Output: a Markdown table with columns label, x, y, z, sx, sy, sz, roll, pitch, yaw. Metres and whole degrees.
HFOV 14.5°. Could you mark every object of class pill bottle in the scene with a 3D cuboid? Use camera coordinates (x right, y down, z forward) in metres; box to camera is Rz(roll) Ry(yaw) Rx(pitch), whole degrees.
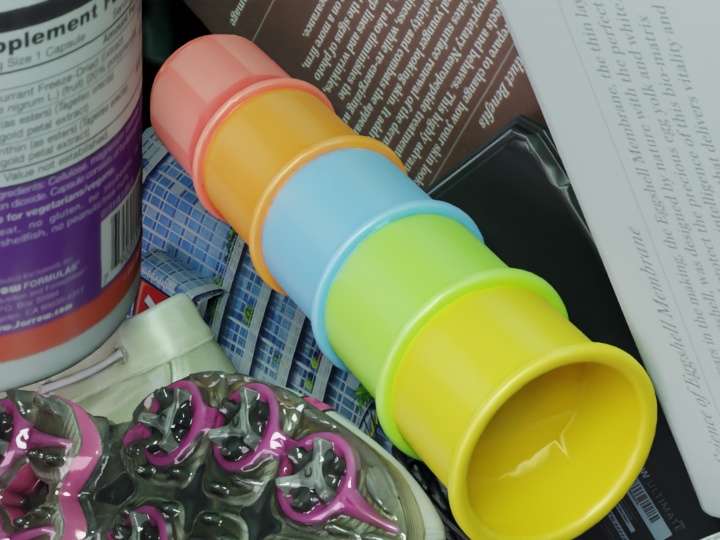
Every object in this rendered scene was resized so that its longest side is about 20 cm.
| label | x | y | z | sx | sy | sz | roll | pitch | yaw |
| --- | --- | --- | --- | --- | --- | --- | --- | --- | --- |
| pill bottle | -0.117 | -0.073 | 0.797 | 0.111 | 0.111 | 0.201 | 31 | 136 | 31 |

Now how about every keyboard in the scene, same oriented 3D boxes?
| label | x | y | z | sx | sy | sz | roll | pitch | yaw |
| --- | --- | --- | --- | --- | --- | --- | --- | --- | --- |
| keyboard | 0.064 | 0.066 | 0.794 | 0.127 | 0.021 | 0.201 | -36 | 82 | 43 |

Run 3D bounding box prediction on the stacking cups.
| label | x | y | z | sx | sy | sz | roll | pitch | yaw |
| --- | --- | --- | --- | --- | --- | --- | --- | --- | --- |
| stacking cups | 0.000 | 0.000 | 0.762 | 0.200 | 0.060 | 0.061 | 43 | 137 | 48 |

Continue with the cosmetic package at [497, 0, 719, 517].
| label | x | y | z | sx | sy | sz | roll | pitch | yaw |
| --- | --- | --- | --- | --- | --- | --- | --- | --- | --- |
| cosmetic package | 0.157 | -0.031 | 0.636 | 0.199 | 0.123 | 0.200 | 12 | 140 | 40 |

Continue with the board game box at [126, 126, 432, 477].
| label | x | y | z | sx | sy | sz | roll | pitch | yaw |
| --- | --- | --- | --- | --- | --- | --- | --- | --- | --- |
| board game box | -0.055 | 0.058 | 0.980 | 0.199 | 0.062 | 0.201 | 31 | 128 | 31 |

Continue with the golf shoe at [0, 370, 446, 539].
| label | x | y | z | sx | sy | sz | roll | pitch | yaw |
| --- | --- | --- | --- | --- | --- | --- | --- | --- | --- |
| golf shoe | -0.034 | 0.071 | 0.777 | 0.199 | 0.092 | 0.073 | 2 | 74 | 53 |

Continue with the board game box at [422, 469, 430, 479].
| label | x | y | z | sx | sy | sz | roll | pitch | yaw |
| --- | --- | --- | --- | --- | --- | --- | --- | --- | --- |
| board game box | -0.024 | 0.191 | 0.884 | 0.200 | 0.056 | 0.197 | -38 | 63 | 46 |

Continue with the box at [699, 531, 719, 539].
| label | x | y | z | sx | sy | sz | roll | pitch | yaw |
| --- | --- | --- | --- | --- | --- | --- | --- | --- | --- |
| box | 0.075 | 0.183 | 0.717 | 0.112 | 0.101 | 0.201 | -32 | 77 | 48 |

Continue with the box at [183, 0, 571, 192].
| label | x | y | z | sx | sy | sz | roll | pitch | yaw |
| --- | --- | --- | --- | --- | --- | --- | --- | --- | --- |
| box | 0.022 | -0.082 | 0.830 | 0.200 | 0.075 | 0.100 | 50 | 136 | 18 |

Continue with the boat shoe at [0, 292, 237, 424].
| label | x | y | z | sx | sy | sz | roll | pitch | yaw |
| --- | --- | --- | --- | --- | --- | --- | --- | --- | --- |
| boat shoe | -0.109 | 0.057 | 0.945 | 0.199 | 0.072 | 0.062 | -20 | 89 | 38 |
